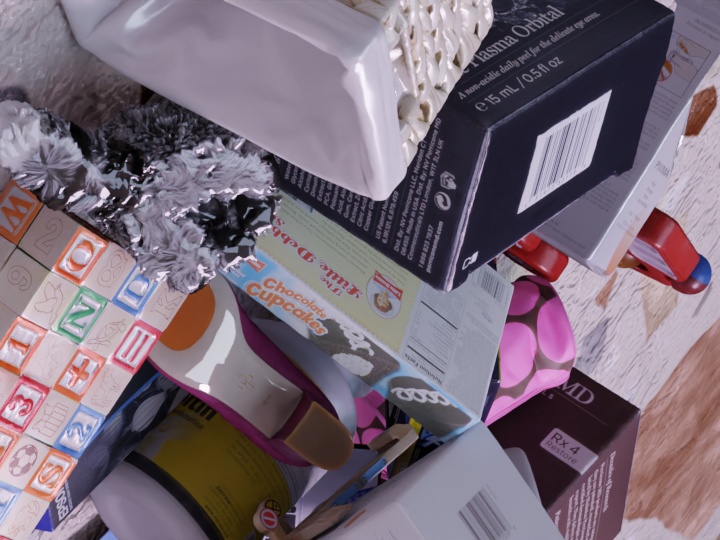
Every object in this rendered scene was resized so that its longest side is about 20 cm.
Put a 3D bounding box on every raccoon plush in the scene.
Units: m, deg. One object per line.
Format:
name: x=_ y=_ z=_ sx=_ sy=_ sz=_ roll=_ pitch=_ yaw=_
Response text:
raccoon plush: x=-0.126 y=-0.078 z=1.295 sx=0.097 sy=0.134 sz=0.200 roll=-46 pitch=130 yaw=6

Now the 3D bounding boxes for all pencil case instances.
pencil case: x=0.078 y=0.084 z=1.831 sx=0.199 sy=0.094 sz=0.091 roll=-32 pitch=167 yaw=-27

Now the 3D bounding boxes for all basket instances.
basket: x=-0.043 y=-0.150 z=1.207 sx=0.124 sy=0.199 sz=0.136 roll=-55 pitch=158 yaw=-22

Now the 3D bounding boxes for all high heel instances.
high heel: x=-0.087 y=0.045 z=1.446 sx=0.068 sy=0.200 sz=0.096 roll=-54 pitch=-163 yaw=-6

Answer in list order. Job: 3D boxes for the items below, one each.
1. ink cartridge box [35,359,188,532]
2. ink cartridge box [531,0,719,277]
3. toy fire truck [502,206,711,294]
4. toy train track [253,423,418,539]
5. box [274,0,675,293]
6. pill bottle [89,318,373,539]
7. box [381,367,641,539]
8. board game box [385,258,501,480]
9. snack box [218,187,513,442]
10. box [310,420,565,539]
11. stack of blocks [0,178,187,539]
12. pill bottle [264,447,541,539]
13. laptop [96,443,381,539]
ink cartridge box: x=-0.164 y=0.084 z=1.455 sx=0.200 sy=0.039 sz=0.100 roll=-45 pitch=155 yaw=-25
ink cartridge box: x=0.156 y=-0.120 z=1.668 sx=0.201 sy=0.162 sz=0.050 roll=-56 pitch=150 yaw=-1
toy fire truck: x=0.181 y=-0.038 z=1.814 sx=0.112 sy=0.168 sz=0.200 roll=-55 pitch=157 yaw=-4
toy train track: x=-0.030 y=0.141 z=1.504 sx=0.115 sy=0.033 sz=0.200 roll=-36 pitch=180 yaw=42
box: x=0.040 y=-0.116 z=1.396 sx=0.196 sy=0.199 sz=0.118 roll=-33 pitch=146 yaw=-44
pill bottle: x=-0.073 y=0.103 z=1.563 sx=0.200 sy=0.112 sz=0.112 roll=-45 pitch=154 yaw=-26
box: x=0.094 y=0.177 z=1.917 sx=0.200 sy=0.165 sz=0.165 roll=-43 pitch=152 yaw=-31
board game box: x=0.053 y=0.035 z=1.635 sx=0.200 sy=0.056 sz=0.166 roll=104 pitch=-13 yaw=-66
snack box: x=0.000 y=0.000 z=1.450 sx=0.037 sy=0.200 sz=0.117 roll=-35 pitch=-155 yaw=40
box: x=0.007 y=0.196 z=1.473 sx=0.200 sy=0.098 sz=0.124 roll=-35 pitch=-179 yaw=34
stack of blocks: x=-0.194 y=0.064 z=1.319 sx=0.201 sy=0.058 sz=0.115 roll=-57 pitch=147 yaw=0
pill bottle: x=0.029 y=0.197 z=1.625 sx=0.199 sy=0.113 sz=0.112 roll=-16 pitch=151 yaw=2
laptop: x=-0.090 y=0.215 z=1.671 sx=0.188 sy=0.199 sz=0.116 roll=95 pitch=-2 yaw=-48
